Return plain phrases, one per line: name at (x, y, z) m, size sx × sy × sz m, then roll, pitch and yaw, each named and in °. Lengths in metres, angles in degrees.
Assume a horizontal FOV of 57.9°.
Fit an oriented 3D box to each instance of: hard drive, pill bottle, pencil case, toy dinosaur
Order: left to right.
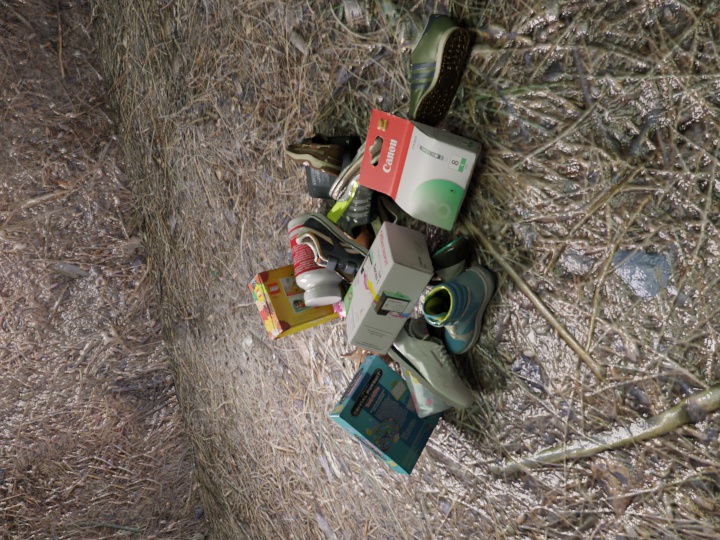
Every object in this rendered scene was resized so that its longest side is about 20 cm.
pill bottle at (-0.100, -0.024, 1.503) m, size 0.112 × 0.112 × 0.201 m, roll -35°, pitch 61°, yaw 57°
hard drive at (-0.062, -0.229, 1.462) m, size 0.200 × 0.033 × 0.140 m, roll 14°, pitch 116°, yaw 54°
toy dinosaur at (0.027, 0.196, 1.474) m, size 0.200 × 0.086 × 0.136 m, roll 28°, pitch 126°, yaw 55°
pencil case at (0.126, 0.195, 1.320) m, size 0.083 × 0.091 × 0.201 m, roll -23°, pitch 84°, yaw 23°

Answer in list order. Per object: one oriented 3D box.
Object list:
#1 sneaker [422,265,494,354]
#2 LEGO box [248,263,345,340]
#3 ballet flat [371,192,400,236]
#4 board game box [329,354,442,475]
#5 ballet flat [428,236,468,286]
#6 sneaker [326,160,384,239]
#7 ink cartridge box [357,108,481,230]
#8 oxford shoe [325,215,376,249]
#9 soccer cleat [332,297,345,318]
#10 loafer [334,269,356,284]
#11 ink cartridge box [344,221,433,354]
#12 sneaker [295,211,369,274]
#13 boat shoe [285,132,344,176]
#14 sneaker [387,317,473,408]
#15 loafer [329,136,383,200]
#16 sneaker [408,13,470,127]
sneaker at (0.157, 0.087, 1.176) m, size 0.080 × 0.130 × 0.201 m, roll 44°, pitch 139°, yaw 38°
LEGO box at (-0.144, 0.062, 1.563) m, size 0.077 × 0.199 × 0.149 m, roll -43°, pitch 67°, yaw 55°
ballet flat at (0.062, -0.077, 1.317) m, size 0.069 × 0.069 × 0.201 m, roll -43°, pitch 67°, yaw 55°
board game box at (0.055, 0.294, 1.328) m, size 0.200 × 0.151 × 0.047 m, roll 43°, pitch 151°, yaw -14°
ballet flat at (0.154, -0.009, 1.207) m, size 0.069 × 0.068 × 0.200 m, roll 62°, pitch 158°, yaw 1°
sneaker at (0.011, -0.140, 1.278) m, size 0.081 × 0.074 × 0.200 m, roll 46°, pitch 137°, yaw 5°
ink cartridge box at (0.093, -0.176, 1.140) m, size 0.199 × 0.050 × 0.161 m, roll 20°, pitch 130°, yaw 8°
oxford shoe at (-0.005, -0.087, 1.425) m, size 0.200 × 0.071 × 0.071 m, roll 39°, pitch 110°, yaw 39°
soccer cleat at (0.011, 0.083, 1.473) m, size 0.200 × 0.070 × 0.087 m, roll 26°, pitch 108°, yaw 48°
loafer at (0.000, 0.000, 1.393) m, size 0.200 × 0.071 × 0.073 m, roll 33°, pitch 93°, yaw 23°
ink cartridge box at (0.048, 0.031, 1.219) m, size 0.145 × 0.084 × 0.200 m, roll -98°, pitch 31°, yaw -56°
sneaker at (-0.042, -0.029, 1.322) m, size 0.200 × 0.079 × 0.078 m, roll 37°, pitch 160°, yaw 7°
boat shoe at (-0.093, -0.260, 1.415) m, size 0.202 × 0.075 × 0.075 m, roll 30°, pitch 104°, yaw 49°
sneaker at (0.141, 0.178, 1.231) m, size 0.200 × 0.076 × 0.081 m, roll 40°, pitch 99°, yaw 8°
loafer at (0.006, -0.202, 1.318) m, size 0.063 × 0.072 × 0.200 m, roll 43°, pitch 130°, yaw 3°
sneaker at (0.119, -0.340, 1.110) m, size 0.090 × 0.067 × 0.201 m, roll 60°, pitch 146°, yaw 34°
